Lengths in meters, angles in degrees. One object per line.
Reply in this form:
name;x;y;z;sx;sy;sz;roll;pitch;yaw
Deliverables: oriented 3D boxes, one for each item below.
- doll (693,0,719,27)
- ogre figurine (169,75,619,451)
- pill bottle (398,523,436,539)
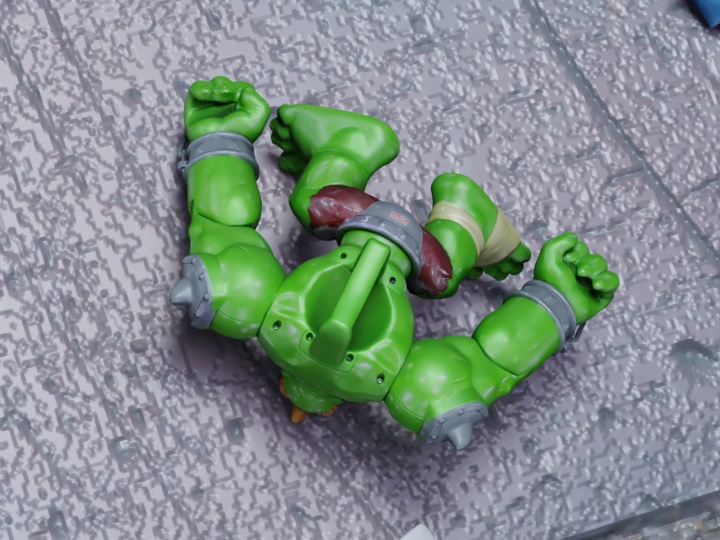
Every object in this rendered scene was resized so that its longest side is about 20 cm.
doll;0.202;-0.178;1.326;0.198;0.048;0.138;4;81;-9
ogre figurine;0.000;0.000;1.182;0.200;0.098;0.120;38;54;-14
pill bottle;0.053;0.207;1.120;0.111;0.111;0.200;-35;85;-24
